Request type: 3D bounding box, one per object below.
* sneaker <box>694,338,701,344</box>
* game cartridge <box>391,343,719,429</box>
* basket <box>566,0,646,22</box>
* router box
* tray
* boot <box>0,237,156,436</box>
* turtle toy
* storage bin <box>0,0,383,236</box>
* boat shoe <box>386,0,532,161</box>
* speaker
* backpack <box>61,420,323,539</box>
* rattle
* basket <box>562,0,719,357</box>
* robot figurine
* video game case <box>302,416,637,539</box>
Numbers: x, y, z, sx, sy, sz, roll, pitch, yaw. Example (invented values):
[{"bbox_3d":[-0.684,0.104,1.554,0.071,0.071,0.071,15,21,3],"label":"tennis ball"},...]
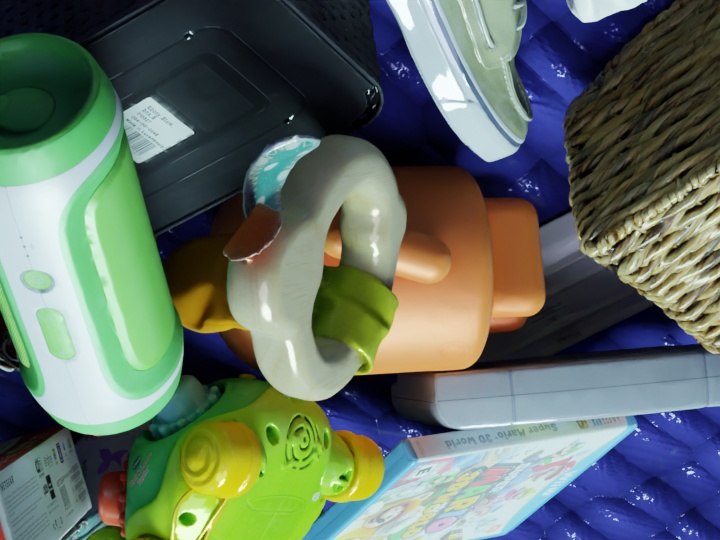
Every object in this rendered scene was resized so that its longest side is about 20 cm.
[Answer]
[{"bbox_3d":[0.292,0.011,1.191,0.075,0.085,0.200,26,126,-34],"label":"sneaker"},{"bbox_3d":[0.128,0.068,1.164,0.198,0.041,0.133,-5,175,-12],"label":"game cartridge"},{"bbox_3d":[0.111,-0.226,0.817,0.122,0.201,0.136,-18,138,0],"label":"basket"},{"bbox_3d":[-0.238,0.136,0.972,0.178,0.049,0.200,-17,-178,1],"label":"router box"},{"bbox_3d":[0.113,0.021,1.208,0.199,0.022,0.107,-27,136,17],"label":"tray"},{"bbox_3d":[-0.188,0.045,1.075,0.199,0.145,0.072,-32,141,23],"label":"boot"},{"bbox_3d":[-0.089,0.133,1.080,0.145,0.101,0.201,12,116,-52],"label":"turtle toy"},{"bbox_3d":[-0.102,-0.103,0.954,0.199,0.095,0.135,-26,141,23],"label":"storage bin"},{"bbox_3d":[0.052,-0.134,0.992,0.061,0.072,0.201,-20,134,13],"label":"boat shoe"},{"bbox_3d":[-0.135,-0.012,0.910,0.087,0.089,0.201,-10,139,-1],"label":"speaker"},{"bbox_3d":[-0.119,0.171,1.233,0.177,0.151,0.200,29,119,-38],"label":"backpack"},{"bbox_3d":[-0.062,-0.019,0.917,0.131,0.142,0.200,-62,157,7],"label":"rattle"},{"bbox_3d":[0.225,-0.068,1.044,0.148,0.144,0.199,34,126,-32],"label":"basket"},{"bbox_3d":[0.000,-0.001,1.090,0.198,0.144,0.118,-2,115,-10],"label":"robot figurine"},{"bbox_3d":[0.060,0.134,1.200,0.199,0.018,0.143,-4,148,-43],"label":"video game case"}]
